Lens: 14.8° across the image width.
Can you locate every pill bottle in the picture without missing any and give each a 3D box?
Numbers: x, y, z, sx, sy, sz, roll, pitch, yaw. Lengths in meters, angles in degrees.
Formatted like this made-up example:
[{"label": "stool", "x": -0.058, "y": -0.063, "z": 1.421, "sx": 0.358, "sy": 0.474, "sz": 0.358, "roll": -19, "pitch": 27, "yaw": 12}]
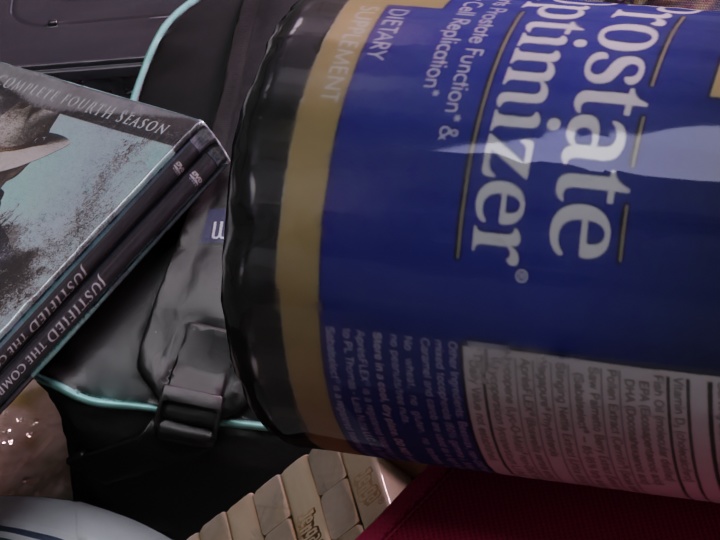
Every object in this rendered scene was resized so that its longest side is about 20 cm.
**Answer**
[{"label": "pill bottle", "x": 0.078, "y": -0.003, "z": 0.632, "sx": 0.199, "sy": 0.112, "sz": 0.112, "roll": 6, "pitch": 43, "yaw": 19}]

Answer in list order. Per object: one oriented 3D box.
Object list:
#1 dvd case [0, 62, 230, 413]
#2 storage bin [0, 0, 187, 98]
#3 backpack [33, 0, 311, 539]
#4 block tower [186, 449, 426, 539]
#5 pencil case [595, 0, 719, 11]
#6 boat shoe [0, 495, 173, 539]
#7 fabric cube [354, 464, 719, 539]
[{"label": "dvd case", "x": -0.147, "y": 0.018, "z": 0.844, "sx": 0.200, "sy": 0.022, "sz": 0.146, "roll": -47, "pitch": 35, "yaw": -18}, {"label": "storage bin", "x": -0.056, "y": -0.086, "z": 1.047, "sx": 0.199, "sy": 0.094, "sz": 0.136, "roll": -4, "pitch": 42, "yaw": 3}, {"label": "backpack", "x": 0.000, "y": 0.000, "z": 0.895, "sx": 0.175, "sy": 0.154, "sz": 0.201, "roll": 3, "pitch": 59, "yaw": 12}, {"label": "block tower", "x": -0.046, "y": 0.119, "z": 0.774, "sx": 0.200, "sy": 0.054, "sz": 0.058, "roll": -39, "pitch": 40, "yaw": 17}, {"label": "pencil case", "x": 0.094, "y": -0.134, "z": 1.020, "sx": 0.078, "sy": 0.089, "sz": 0.200, "roll": -35, "pitch": 81, "yaw": 13}, {"label": "boat shoe", "x": -0.135, "y": 0.116, "z": 0.848, "sx": 0.199, "sy": 0.071, "sz": 0.091, "roll": 13, "pitch": 48, "yaw": 14}, {"label": "fabric cube", "x": 0.104, "y": 0.153, "z": 0.685, "sx": 0.199, "sy": 0.201, "sz": 0.196, "roll": 23, "pitch": 51, "yaw": 32}]
